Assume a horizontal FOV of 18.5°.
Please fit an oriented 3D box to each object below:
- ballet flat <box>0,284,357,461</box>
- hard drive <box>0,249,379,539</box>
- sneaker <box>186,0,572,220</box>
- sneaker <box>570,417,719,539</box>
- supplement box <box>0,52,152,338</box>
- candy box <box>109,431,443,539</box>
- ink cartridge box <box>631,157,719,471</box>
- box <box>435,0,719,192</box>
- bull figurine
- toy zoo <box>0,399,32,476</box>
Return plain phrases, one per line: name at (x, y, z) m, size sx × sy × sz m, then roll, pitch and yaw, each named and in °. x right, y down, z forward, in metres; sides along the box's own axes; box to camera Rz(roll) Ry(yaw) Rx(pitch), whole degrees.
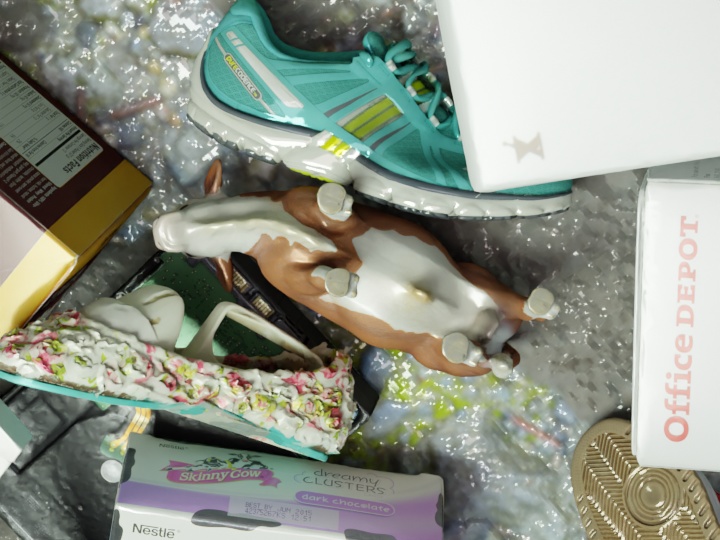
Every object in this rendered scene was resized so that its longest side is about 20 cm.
ballet flat at (-0.086, 0.042, 1.073) m, size 0.200 × 0.076 × 0.064 m, roll 17°, pitch 91°, yaw -35°
hard drive at (-0.107, 0.083, 1.175) m, size 0.200 × 0.038 × 0.140 m, roll -42°, pitch 96°, yaw 20°
sneaker at (0.013, -0.075, 1.086) m, size 0.200 × 0.078 × 0.080 m, roll 20°, pitch 98°, yaw 3°
sneaker at (0.198, 0.153, 1.130) m, size 0.200 × 0.112 × 0.071 m, roll 47°, pitch 112°, yaw 27°
supplement box at (-0.253, -0.021, 1.119) m, size 0.200 × 0.133 × 0.197 m, roll 40°, pitch 110°, yaw -3°
candy box at (-0.054, 0.195, 1.154) m, size 0.167 × 0.072 × 0.200 m, roll 8°, pitch 118°, yaw -3°
ink cartridge box at (0.235, 0.020, 1.064) m, size 0.200 × 0.086 × 0.147 m, roll 3°, pitch 107°, yaw 11°
box at (0.134, -0.160, 0.981) m, size 0.200 × 0.171 × 0.199 m, roll -7°, pitch 106°, yaw 13°
bull figurine at (0.000, 0.000, 1.081) m, size 0.200 × 0.121 × 0.065 m, roll 21°, pitch 86°, yaw -15°
toy zoo at (-0.249, 0.091, 1.072) m, size 0.131 × 0.020 × 0.200 m, roll 38°, pitch 111°, yaw -2°
